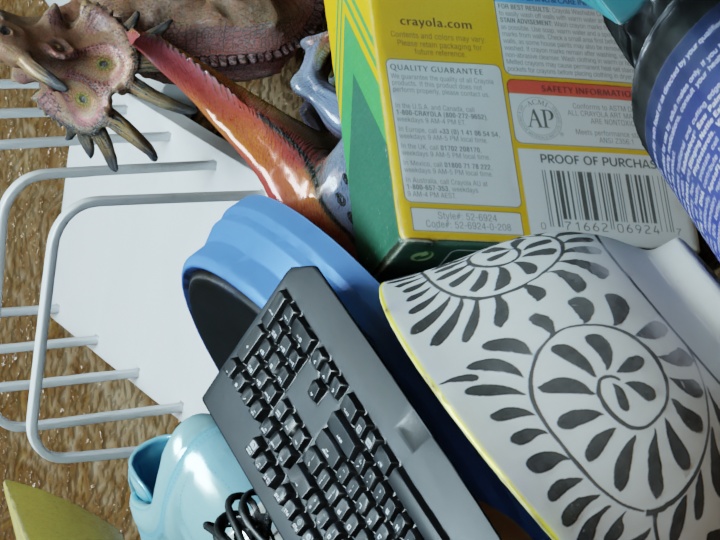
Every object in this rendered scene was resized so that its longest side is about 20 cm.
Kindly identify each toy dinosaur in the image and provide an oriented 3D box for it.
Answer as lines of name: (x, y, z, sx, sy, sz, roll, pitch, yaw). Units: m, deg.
toy dinosaur: (0.000, 0.000, 1.111, 0.105, 0.200, 0.182, 125, 143, -68)
toy dinosaur: (-0.082, -0.109, 1.239, 0.136, 0.200, 0.086, -125, 24, -59)

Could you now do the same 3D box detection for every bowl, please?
bowl: (0.107, 0.051, 0.954, 0.094, 0.201, 0.201, -41, 46, 8)
bowl: (0.000, 0.062, 1.072, 0.039, 0.201, 0.201, -38, 37, -14)

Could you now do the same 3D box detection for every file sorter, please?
file sorter: (-0.141, -0.004, 1.296, 0.200, 0.124, 0.139, 32, 120, 51)

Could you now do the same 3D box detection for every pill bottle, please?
pill bottle: (0.162, -0.046, 0.935, 0.112, 0.112, 0.200, -55, 44, 29)

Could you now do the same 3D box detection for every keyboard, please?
keyboard: (-0.013, 0.090, 0.921, 0.104, 0.040, 0.200, -60, 39, 23)

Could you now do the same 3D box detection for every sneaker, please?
sneaker: (-0.066, 0.109, 1.180, 0.082, 0.074, 0.200, 51, 155, 9)

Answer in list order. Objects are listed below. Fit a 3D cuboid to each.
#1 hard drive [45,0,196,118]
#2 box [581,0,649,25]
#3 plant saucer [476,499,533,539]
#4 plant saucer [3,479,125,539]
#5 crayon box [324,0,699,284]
hard drive: (-0.117, -0.175, 1.408, 0.132, 0.026, 0.200, -62, 40, 22)
box: (0.085, -0.145, 0.957, 0.082, 0.049, 0.200, -40, 16, 4)
plant saucer: (0.007, 0.174, 0.931, 0.200, 0.032, 0.200, -22, 62, 49)
plant saucer: (-0.102, 0.207, 1.193, 0.200, 0.048, 0.200, -135, 31, -69)
crayon box: (0.054, -0.089, 1.071, 0.052, 0.126, 0.200, 129, 138, -58)
